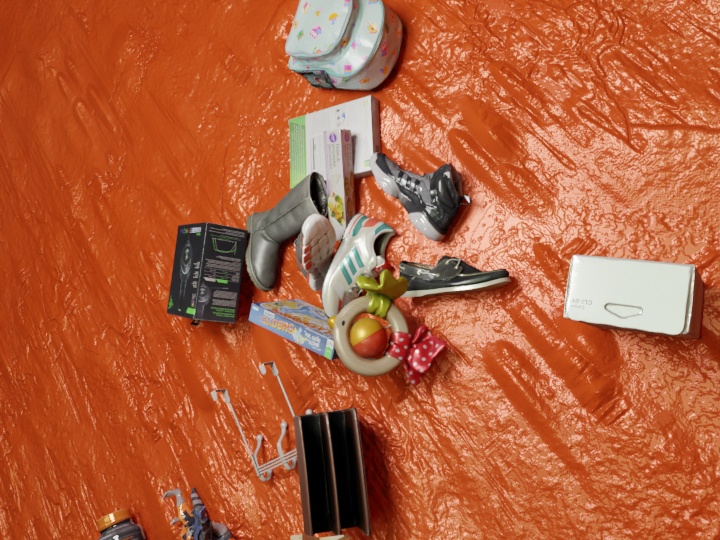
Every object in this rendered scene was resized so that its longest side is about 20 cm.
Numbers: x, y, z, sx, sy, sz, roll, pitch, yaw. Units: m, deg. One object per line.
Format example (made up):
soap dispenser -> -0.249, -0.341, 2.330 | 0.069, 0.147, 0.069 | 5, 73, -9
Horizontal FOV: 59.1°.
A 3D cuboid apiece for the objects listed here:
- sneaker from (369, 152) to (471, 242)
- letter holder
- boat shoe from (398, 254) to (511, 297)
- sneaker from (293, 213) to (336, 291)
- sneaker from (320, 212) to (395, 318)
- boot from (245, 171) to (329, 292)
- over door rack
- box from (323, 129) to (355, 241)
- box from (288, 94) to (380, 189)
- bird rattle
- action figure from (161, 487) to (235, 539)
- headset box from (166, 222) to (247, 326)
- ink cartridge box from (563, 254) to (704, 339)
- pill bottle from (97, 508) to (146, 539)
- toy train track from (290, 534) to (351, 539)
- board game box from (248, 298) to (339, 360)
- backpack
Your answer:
sneaker -> 0.107, -0.155, 1.096 | 0.114, 0.075, 0.201 | -45, 69, 18
letter holder -> -0.049, 0.340, 1.068 | 0.099, 0.142, 0.204 | -4, 77, -13
boat shoe -> 0.149, 0.007, 1.046 | 0.197, 0.071, 0.069 | -4, 85, 34
sneaker -> -0.095, -0.039, 1.141 | 0.077, 0.201, 0.082 | -36, 64, -23
sneaker -> 0.000, 0.000, 1.133 | 0.092, 0.070, 0.203 | 17, 81, 28
boot -> -0.137, -0.072, 1.231 | 0.198, 0.072, 0.185 | -20, 74, 31
over door rack -> -0.171, 0.281, 1.205 | 0.147, 0.066, 0.202 | -31, 89, 25
box -> -0.037, -0.156, 1.173 | 0.038, 0.041, 0.204 | 2, 100, 29
box -> -0.052, -0.242, 1.230 | 0.197, 0.036, 0.147 | -7, 80, 30
bird rattle -> 0.034, 0.105, 1.045 | 0.161, 0.113, 0.203 | -27, 95, -16
action figure -> -0.306, 0.501, 1.253 | 0.192, 0.104, 0.203 | 29, 124, 27
headset box -> -0.317, 0.012, 1.296 | 0.173, 0.092, 0.204 | 3, 85, 55
ink cartridge box -> 0.364, 0.038, 0.830 | 0.143, 0.199, 0.085 | 6, 86, 32
pill bottle -> -0.503, 0.620, 1.357 | 0.106, 0.106, 0.202 | -34, 67, 24
toy train track -> -0.044, 0.459, 1.032 | 0.113, 0.200, 0.033 | -19, 55, 27
board game box -> -0.085, 0.102, 1.143 | 0.198, 0.135, 0.035 | 20, 102, 32
backpack -> -0.030, -0.430, 1.175 | 0.198, 0.153, 0.179 | 19, 88, 26
